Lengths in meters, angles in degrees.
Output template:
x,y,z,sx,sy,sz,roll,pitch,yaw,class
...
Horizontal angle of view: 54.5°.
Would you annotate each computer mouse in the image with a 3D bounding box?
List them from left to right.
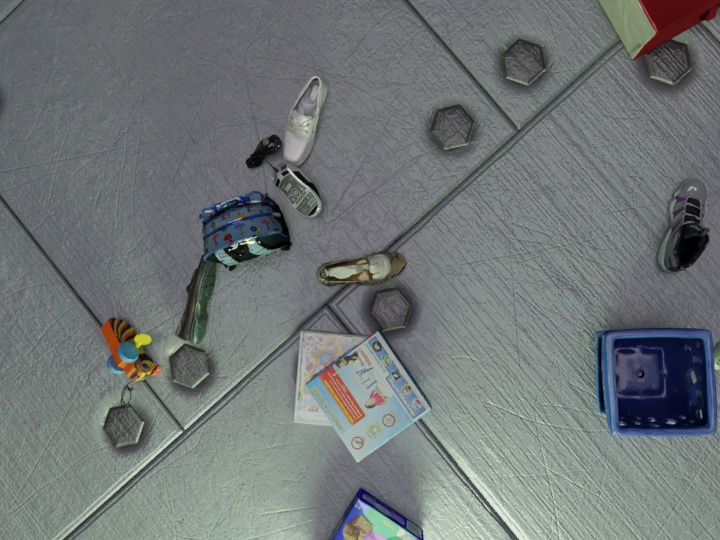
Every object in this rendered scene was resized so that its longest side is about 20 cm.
x,y,z,sx,sy,sz,roll,pitch,yaw,class
-0.156,-0.200,1.531,0.200,0.044,0.110,47,127,-2,computer mouse

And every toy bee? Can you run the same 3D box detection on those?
x,y,z,sx,sy,sz,roll,pitch,yaw,class
-0.505,0.203,1.553,0.130,0.108,0.203,-18,73,36,toy bee

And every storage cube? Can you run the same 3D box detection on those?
x,y,z,sx,sy,sz,roll,pitch,yaw,class
0.606,-0.563,1.401,0.178,0.171,0.202,-28,87,5,storage cube

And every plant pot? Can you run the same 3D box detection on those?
x,y,z,sx,sy,sz,roll,pitch,yaw,class
0.571,0.212,1.391,0.196,0.180,0.204,-2,89,5,plant pot

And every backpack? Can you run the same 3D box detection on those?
x,y,z,sx,sy,sz,roll,pitch,yaw,class
-0.253,-0.086,1.468,0.180,0.200,0.137,-19,88,6,backpack

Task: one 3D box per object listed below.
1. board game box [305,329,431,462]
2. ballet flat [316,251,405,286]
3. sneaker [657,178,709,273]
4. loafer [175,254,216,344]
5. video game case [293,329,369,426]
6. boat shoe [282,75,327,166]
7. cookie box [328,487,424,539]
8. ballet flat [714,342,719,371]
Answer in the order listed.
x,y,z,sx,sy,sz,roll,pitch,yaw,class
0.018,0.264,1.487,0.195,0.056,0.201,-35,87,5,board game box
0.000,0.000,1.504,0.197,0.075,0.069,-8,88,5,ballet flat
0.669,-0.091,1.404,0.076,0.140,0.203,13,91,6,sneaker
-0.368,0.060,1.546,0.062,0.072,0.203,11,92,12,loafer
-0.051,0.239,1.533,0.179,0.023,0.204,5,90,6,video game case
-0.127,-0.329,1.523,0.070,0.069,0.203,16,92,2,boat shoe
0.016,0.605,1.495,0.170,0.075,0.202,31,93,5,cookie box
0.812,0.146,1.424,0.198,0.074,0.075,-31,86,5,ballet flat
